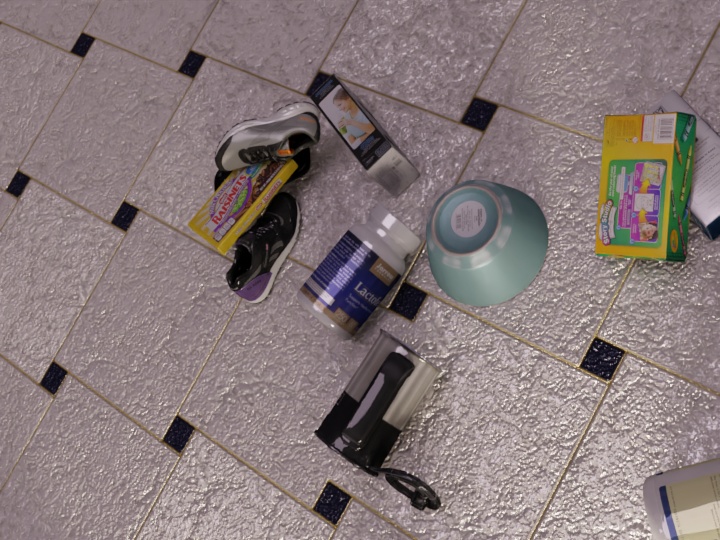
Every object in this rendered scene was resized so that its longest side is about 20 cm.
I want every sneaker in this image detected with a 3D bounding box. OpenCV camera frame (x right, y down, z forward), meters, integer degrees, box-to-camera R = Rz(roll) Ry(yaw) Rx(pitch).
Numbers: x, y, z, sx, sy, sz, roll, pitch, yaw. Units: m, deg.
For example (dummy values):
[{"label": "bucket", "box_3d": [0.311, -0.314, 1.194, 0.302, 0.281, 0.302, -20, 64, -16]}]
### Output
[{"label": "sneaker", "box_3d": [-0.158, -0.215, 1.686, 0.197, 0.074, 0.080, -23, 55, 11]}, {"label": "sneaker", "box_3d": [-0.167, -0.049, 1.712, 0.075, 0.087, 0.203, 13, 76, 31]}]

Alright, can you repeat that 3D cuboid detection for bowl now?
[{"label": "bowl", "box_3d": [0.178, -0.056, 1.523, 0.198, 0.105, 0.204, -10, 66, 25]}]

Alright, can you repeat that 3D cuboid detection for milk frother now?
[{"label": "milk frother", "box_3d": [0.065, 0.223, 1.469, 0.199, 0.180, 0.190, 34, 87, -10]}]

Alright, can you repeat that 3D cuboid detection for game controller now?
[{"label": "game controller", "box_3d": [-0.176, -0.178, 1.779, 0.198, 0.042, 0.105, -24, 41, 18]}]

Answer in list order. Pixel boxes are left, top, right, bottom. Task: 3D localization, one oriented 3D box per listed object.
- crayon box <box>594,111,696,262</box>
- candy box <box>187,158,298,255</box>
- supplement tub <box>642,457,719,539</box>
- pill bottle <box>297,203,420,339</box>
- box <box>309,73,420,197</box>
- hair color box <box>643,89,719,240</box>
[{"label": "crayon box", "box_3d": [0.399, -0.117, 1.400, 0.118, 0.058, 0.204, 7, 94, 49]}, {"label": "candy box", "box_3d": [-0.204, -0.129, 1.719, 0.102, 0.026, 0.201, 33, 80, 41]}, {"label": "supplement tub", "box_3d": [0.458, 0.299, 1.206, 0.197, 0.145, 0.147, -19, 62, 20]}, {"label": "pill bottle", "box_3d": [0.000, 0.000, 1.587, 0.115, 0.116, 0.201, 40, 92, 34]}, {"label": "box", "box_3d": [0.007, -0.227, 1.677, 0.060, 0.116, 0.201, -41, 58, 10]}, {"label": "hair color box", "box_3d": [0.476, -0.152, 1.427, 0.100, 0.060, 0.201, -39, 58, 11]}]
